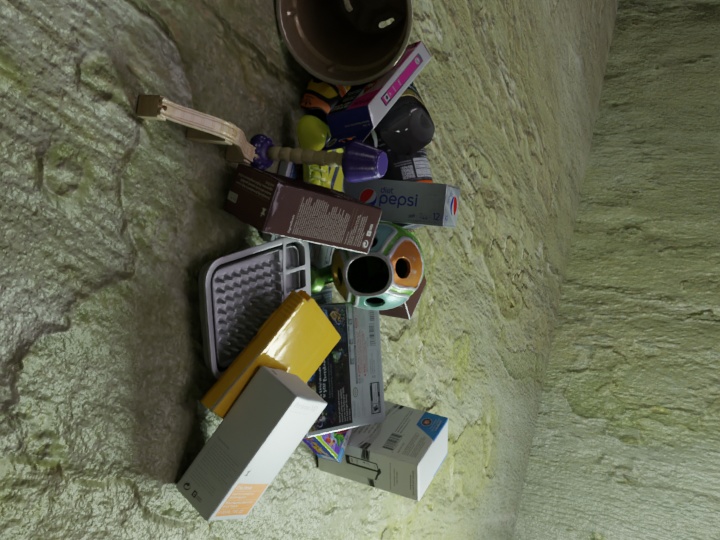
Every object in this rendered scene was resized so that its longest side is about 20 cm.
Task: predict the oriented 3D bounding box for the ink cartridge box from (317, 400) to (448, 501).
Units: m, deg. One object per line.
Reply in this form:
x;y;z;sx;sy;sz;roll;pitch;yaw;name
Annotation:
0.040;0.309;1.390;0.146;0.198;0.085;-41;135;-53;ink cartridge box

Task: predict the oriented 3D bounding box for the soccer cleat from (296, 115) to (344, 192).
-0.061;-0.134;1.175;0.084;0.064;0.202;-52;141;-42;soccer cleat

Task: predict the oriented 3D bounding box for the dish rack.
-0.148;0.044;1.082;0.199;0.043;0.174;-22;118;-50;dish rack

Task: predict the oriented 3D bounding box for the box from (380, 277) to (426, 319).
0.060;-0.012;1.470;0.101;0.074;0.201;-63;146;-35;box

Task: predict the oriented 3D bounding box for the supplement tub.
0.068;-0.173;1.356;0.107;0.106;0.202;-5;81;-63;supplement tub

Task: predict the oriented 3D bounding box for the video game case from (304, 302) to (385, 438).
-0.033;0.153;1.252;0.181;0.023;0.203;-1;87;-46;video game case

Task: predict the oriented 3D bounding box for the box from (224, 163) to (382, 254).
-0.076;-0.084;1.081;0.199;0.100;0.076;8;105;-46;box

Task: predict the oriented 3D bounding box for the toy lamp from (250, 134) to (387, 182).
-0.058;-0.152;1.061;0.058;0.198;0.059;-24;118;-59;toy lamp

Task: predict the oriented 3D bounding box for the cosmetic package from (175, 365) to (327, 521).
-0.144;0.234;1.049;0.201;0.071;0.101;-55;153;2;cosmetic package

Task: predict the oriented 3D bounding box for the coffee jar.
0.046;-0.283;1.257;0.104;0.085;0.201;37;26;-54;coffee jar

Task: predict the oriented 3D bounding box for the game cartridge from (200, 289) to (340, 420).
-0.119;0.135;1.095;0.201;0.032;0.177;-52;154;-12;game cartridge

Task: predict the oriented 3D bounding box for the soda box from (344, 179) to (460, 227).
0.058;-0.112;1.268;0.063;0.198;0.069;0;96;-62;soda box

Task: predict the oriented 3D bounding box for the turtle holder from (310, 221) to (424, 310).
0.006;-0.009;1.223;0.132;0.184;0.142;-39;147;-74;turtle holder

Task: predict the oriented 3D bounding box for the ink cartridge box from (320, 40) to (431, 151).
0.016;-0.251;1.125;0.037;0.094;0.201;50;59;-29;ink cartridge box

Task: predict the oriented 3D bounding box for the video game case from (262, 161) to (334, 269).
-0.083;-0.088;1.235;0.200;0.018;0.145;32;69;-62;video game case

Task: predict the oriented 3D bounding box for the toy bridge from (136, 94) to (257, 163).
-0.182;-0.169;0.956;0.200;0.067;0.028;20;79;-63;toy bridge

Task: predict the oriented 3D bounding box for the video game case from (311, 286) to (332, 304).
-0.105;0.126;1.243;0.200;0.023;0.184;-12;107;-63;video game case

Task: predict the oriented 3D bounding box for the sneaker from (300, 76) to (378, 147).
-0.040;-0.230;1.244;0.090;0.070;0.200;-56;146;-17;sneaker

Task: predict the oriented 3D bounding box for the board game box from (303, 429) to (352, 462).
-0.042;0.202;1.315;0.201;0.044;0.135;-68;150;-26;board game box

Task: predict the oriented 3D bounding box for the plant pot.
-0.002;-0.398;1.153;0.184;0.198;0.202;-61;149;-57;plant pot
